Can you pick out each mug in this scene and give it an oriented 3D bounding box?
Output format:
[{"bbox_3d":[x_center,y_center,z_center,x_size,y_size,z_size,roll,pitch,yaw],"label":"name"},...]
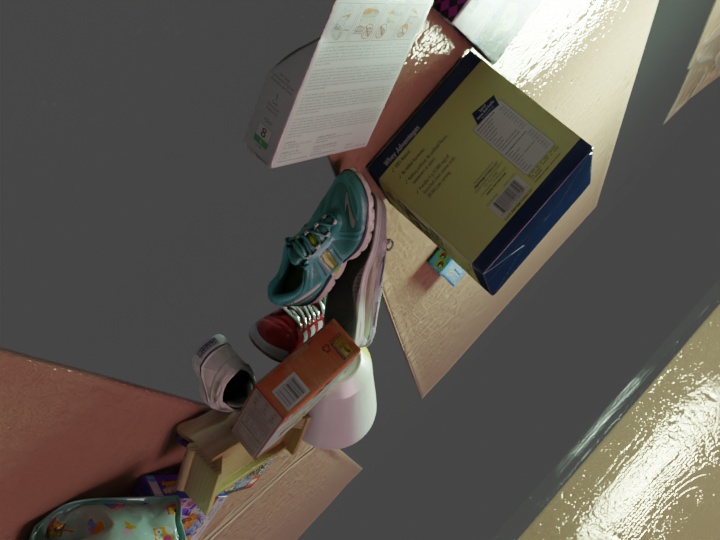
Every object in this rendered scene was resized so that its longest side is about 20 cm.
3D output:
[{"bbox_3d":[-0.048,0.152,1.274,0.146,0.190,0.155,-12,147,-12],"label":"mug"}]

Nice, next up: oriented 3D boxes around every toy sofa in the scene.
[{"bbox_3d":[-0.172,0.241,1.185,0.199,0.097,0.084,-26,146,-49],"label":"toy sofa"}]

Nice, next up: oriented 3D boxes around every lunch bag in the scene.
[{"bbox_3d":[-0.329,0.376,1.052,0.196,0.123,0.172,4,130,-33],"label":"lunch bag"}]

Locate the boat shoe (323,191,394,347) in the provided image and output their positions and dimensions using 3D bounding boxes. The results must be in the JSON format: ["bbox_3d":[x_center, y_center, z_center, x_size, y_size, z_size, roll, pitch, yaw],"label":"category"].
[{"bbox_3d":[0.001,0.001,1.070,0.064,0.073,0.207,-4,103,-51],"label":"boat shoe"}]

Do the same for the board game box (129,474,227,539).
[{"bbox_3d":[-0.297,0.381,1.212,0.133,0.045,0.202,13,118,-49],"label":"board game box"}]

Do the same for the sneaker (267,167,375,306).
[{"bbox_3d":[-0.047,-0.030,0.996,0.079,0.078,0.202,-9,137,-48],"label":"sneaker"}]

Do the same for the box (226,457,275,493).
[{"bbox_3d":[-0.191,0.298,1.352,0.137,0.038,0.199,-52,161,8],"label":"box"}]

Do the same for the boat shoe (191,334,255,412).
[{"bbox_3d":[-0.167,0.152,1.083,0.073,0.065,0.201,-43,160,-13],"label":"boat shoe"}]

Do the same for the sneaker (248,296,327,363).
[{"bbox_3d":[-0.068,0.053,1.104,0.113,0.071,0.199,-49,169,15],"label":"sneaker"}]

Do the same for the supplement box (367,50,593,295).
[{"bbox_3d":[0.153,-0.119,1.061,0.201,0.199,0.134,-47,161,0],"label":"supplement box"}]

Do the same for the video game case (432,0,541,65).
[{"bbox_3d":[0.177,-0.342,0.941,0.201,0.036,0.180,-54,160,14],"label":"video game case"}]

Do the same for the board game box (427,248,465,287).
[{"bbox_3d":[0.212,-0.068,1.539,0.201,0.037,0.151,-49,161,3],"label":"board game box"}]

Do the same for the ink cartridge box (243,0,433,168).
[{"bbox_3d":[-0.015,-0.200,0.787,0.160,0.050,0.203,-23,144,-51],"label":"ink cartridge box"}]

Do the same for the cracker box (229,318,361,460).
[{"bbox_3d":[-0.086,0.155,1.068,0.133,0.058,0.200,-40,172,-29],"label":"cracker box"}]
